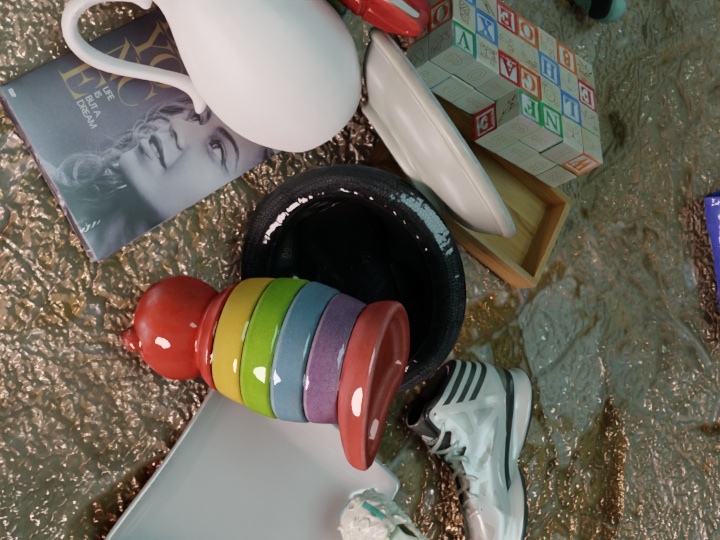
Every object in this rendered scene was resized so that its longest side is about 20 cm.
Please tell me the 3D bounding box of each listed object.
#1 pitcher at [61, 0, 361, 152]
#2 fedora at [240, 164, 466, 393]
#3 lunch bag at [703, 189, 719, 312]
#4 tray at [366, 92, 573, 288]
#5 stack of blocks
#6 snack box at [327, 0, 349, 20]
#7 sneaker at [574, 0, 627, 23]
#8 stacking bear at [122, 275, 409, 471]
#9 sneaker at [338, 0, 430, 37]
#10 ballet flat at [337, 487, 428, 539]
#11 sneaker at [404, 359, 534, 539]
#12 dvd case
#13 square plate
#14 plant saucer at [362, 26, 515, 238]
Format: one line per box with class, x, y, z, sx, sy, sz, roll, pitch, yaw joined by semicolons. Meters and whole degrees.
pitcher;-0.107;-0.170;0.902;0.200;0.172;0.121;45;24;-38
fedora;0.000;0.000;0.970;0.201;0.200;0.092;59;21;-15
lunch bag;0.467;-0.021;1.290;0.200;0.127;0.170;-14;97;-21
tray;0.103;-0.078;1.097;0.200;0.037;0.099;36;68;-25
stack of blocks;0.131;-0.170;1.075;0.200;0.059;0.115;25;54;-37
snack box;-0.046;-0.323;0.939;0.200;0.068;0.169;36;81;-6
sneaker;0.267;-0.355;1.201;0.140;0.078;0.200;-15;95;-33
stacking bear;-0.075;0.056;0.890;0.114;0.200;0.121;86;21;-48
sneaker;-0.005;-0.272;0.870;0.200;0.078;0.116;40;85;-6
ballet flat;0.050;0.263;0.997;0.072;0.072;0.200;-52;125;-25
sneaker;0.085;0.175;1.055;0.115;0.076;0.201;15;70;-23
dvd case;-0.163;-0.119;0.933;0.200;0.016;0.149;-35;105;-31
square plate;-0.084;0.196;0.956;0.198;0.028;0.200;45;64;-23
plant saucer;0.050;-0.100;0.951;0.050;0.200;0.200;-34;108;3
